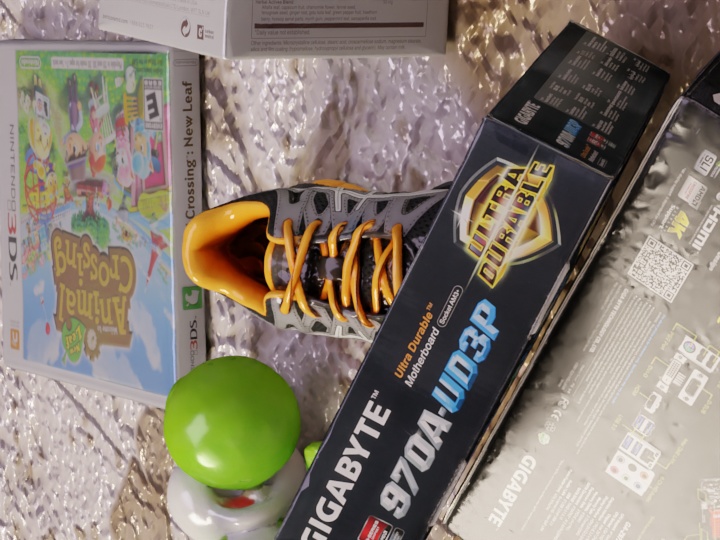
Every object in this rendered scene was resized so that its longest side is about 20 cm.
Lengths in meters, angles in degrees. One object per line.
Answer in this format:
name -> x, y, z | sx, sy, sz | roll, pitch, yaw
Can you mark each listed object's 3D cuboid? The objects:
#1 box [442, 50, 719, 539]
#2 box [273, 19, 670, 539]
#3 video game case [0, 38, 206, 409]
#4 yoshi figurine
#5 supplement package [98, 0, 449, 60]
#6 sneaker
box -> 0.134, 0.051, 0.777 | 0.160, 0.049, 0.200 | 32, 128, 10
box -> 0.043, 0.007, 0.834 | 0.046, 0.200, 0.159 | 28, 109, 4
video game case -> -0.139, -0.029, 1.271 | 0.200, 0.022, 0.182 | 9, 101, 56
yoshi figurine -> -0.045, 0.121, 1.082 | 0.112, 0.112, 0.200 | -43, 56, 35
supplement package -> -0.032, -0.193, 1.005 | 0.109, 0.114, 0.200 | 19, 108, 53
sneaker -> 0.000, 0.000, 1.015 | 0.200, 0.077, 0.078 | 3, 94, 55
